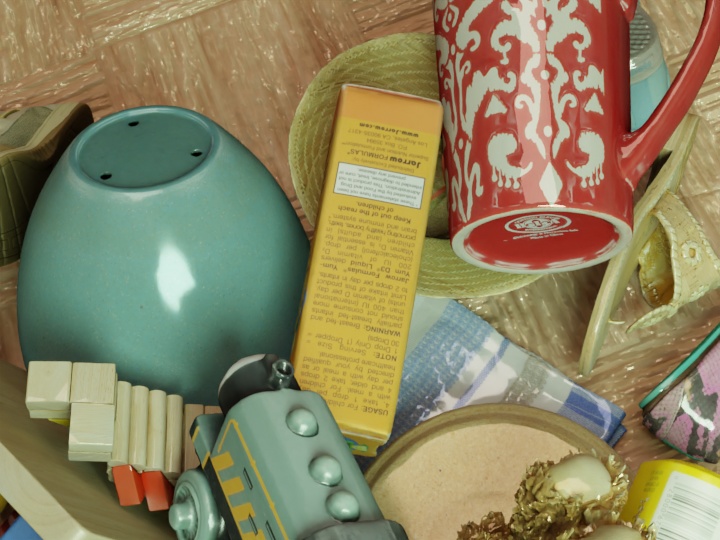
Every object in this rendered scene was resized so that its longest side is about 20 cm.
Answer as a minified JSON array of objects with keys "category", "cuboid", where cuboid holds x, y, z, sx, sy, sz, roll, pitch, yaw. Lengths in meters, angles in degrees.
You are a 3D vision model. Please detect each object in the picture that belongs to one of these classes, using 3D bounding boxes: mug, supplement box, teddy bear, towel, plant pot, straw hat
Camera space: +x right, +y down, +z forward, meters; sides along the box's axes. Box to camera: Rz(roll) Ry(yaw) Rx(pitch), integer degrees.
[{"category":"mug","cuboid":[0.116,-0.117,0.787,0.132,0.177,0.203,14,66,-33]},{"category":"supplement box","cuboid":[0.000,0.000,0.771,0.068,0.067,0.203,9,73,-4]},{"category":"teddy bear","cuboid":[0.070,0.176,0.652,0.201,0.066,0.145,-56,30,3]},{"category":"towel","cuboid":[0.049,0.090,0.831,0.199,0.024,0.147,34,69,24]},{"category":"plant pot","cuboid":[-0.124,-0.020,0.823,0.196,0.136,0.202,-2,40,2]},{"category":"straw hat","cuboid":[0.045,-0.051,0.882,0.197,0.085,0.204,3,67,-8]}]

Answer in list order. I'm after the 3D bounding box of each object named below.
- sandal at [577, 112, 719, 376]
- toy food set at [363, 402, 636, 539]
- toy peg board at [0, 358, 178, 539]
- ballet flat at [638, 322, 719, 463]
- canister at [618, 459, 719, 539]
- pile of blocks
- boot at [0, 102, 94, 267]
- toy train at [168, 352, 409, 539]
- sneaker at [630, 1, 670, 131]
[{"category":"sandal","cuboid":[0.203,-0.016,0.846,0.069,0.078,0.213,17,56,15]},{"category":"toy food set","cuboid":[0.078,0.176,0.744,0.196,0.049,0.201,31,80,16]},{"category":"toy peg board","cuboid":[-0.196,0.135,0.748,0.198,0.200,0.098,38,87,26]},{"category":"ballet flat","cuboid":[0.252,0.037,0.818,0.071,0.069,0.200,39,74,8]},{"category":"canister","cuboid":[0.165,0.215,0.660,0.147,0.087,0.202,29,75,-5]},{"category":"pile of blocks","cuboid":[-0.113,0.112,0.751,0.082,0.199,0.063,-27,52,36]},{"category":"boot","cuboid":[-0.287,-0.065,0.916,0.152,0.073,0.201,5,30,13]},{"category":"toy train","cuboid":[-0.029,0.134,0.643,0.084,0.115,0.201,2,40,-31]},{"category":"sneaker","cuboid":[0.174,-0.160,0.948,0.073,0.083,0.201,-13,34,11]}]
